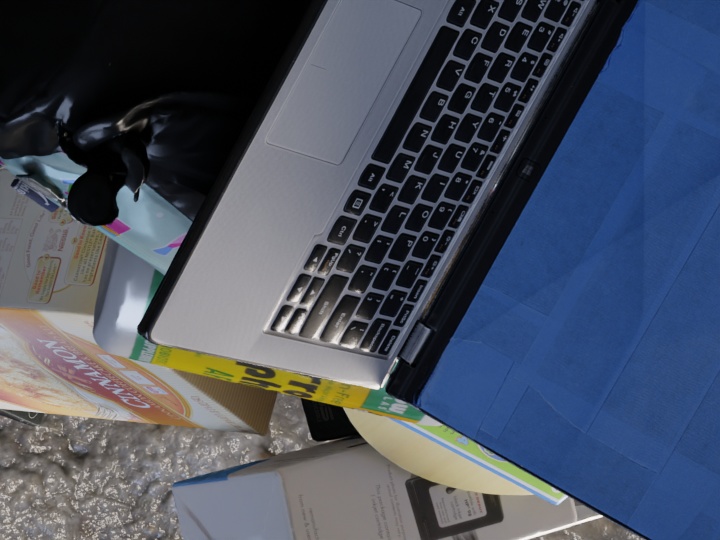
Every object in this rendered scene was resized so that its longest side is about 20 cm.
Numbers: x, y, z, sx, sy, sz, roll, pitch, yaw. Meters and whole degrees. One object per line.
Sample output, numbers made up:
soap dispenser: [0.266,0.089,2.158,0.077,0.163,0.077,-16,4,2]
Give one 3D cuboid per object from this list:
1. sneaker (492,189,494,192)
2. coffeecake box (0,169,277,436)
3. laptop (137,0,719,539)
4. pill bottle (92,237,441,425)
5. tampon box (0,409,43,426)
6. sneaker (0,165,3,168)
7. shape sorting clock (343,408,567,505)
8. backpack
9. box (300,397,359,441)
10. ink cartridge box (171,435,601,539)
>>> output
sneaker: [0.138,-0.013,1.004,0.200,0.081,0.088,41,141,-18]
coffeecake box: [-0.156,0.013,1.253,0.200,0.073,0.154,3,159,31]
laptop: [0.067,-0.018,0.845,0.116,0.187,0.200,37,-166,37]
pill bottle: [0.000,0.000,1.053,0.200,0.113,0.113,13,173,-8]
tampon box: [-0.234,-0.031,1.494,0.126,0.200,0.150,15,171,19]
sneaker: [-0.167,-0.085,1.083,0.074,0.080,0.200,20,171,-32]
shape sorting clock: [0.086,0.031,1.174,0.200,0.039,0.200,-2,132,-2]
backpack: [-0.046,-0.069,0.895,0.126,0.167,0.200,21,166,40]
box: [0.078,0.033,1.339,0.158,0.051,0.200,-14,-177,25]
ink cartridge box: [0.023,0.111,1.290,0.200,0.067,0.116,-13,179,-32]
